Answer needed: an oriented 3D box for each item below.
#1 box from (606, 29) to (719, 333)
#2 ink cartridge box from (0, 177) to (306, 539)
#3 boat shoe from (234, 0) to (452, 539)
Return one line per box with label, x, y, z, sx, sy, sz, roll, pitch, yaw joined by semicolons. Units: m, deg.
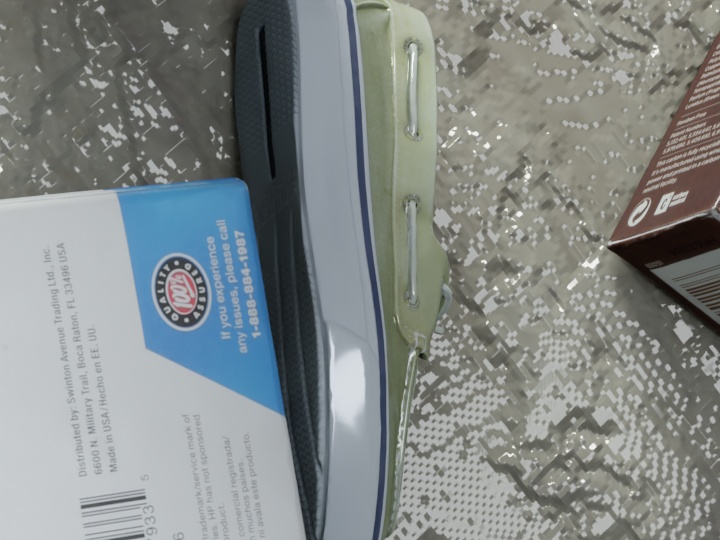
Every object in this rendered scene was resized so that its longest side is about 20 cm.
box;0.182;-0.065;1.012;0.100;0.075;0.200;36;66;-17
ink cartridge box;-0.126;0.058;0.825;0.200;0.084;0.145;-6;84;-29
boat shoe;0.000;0.000;0.908;0.062;0.072;0.200;3;77;-24
